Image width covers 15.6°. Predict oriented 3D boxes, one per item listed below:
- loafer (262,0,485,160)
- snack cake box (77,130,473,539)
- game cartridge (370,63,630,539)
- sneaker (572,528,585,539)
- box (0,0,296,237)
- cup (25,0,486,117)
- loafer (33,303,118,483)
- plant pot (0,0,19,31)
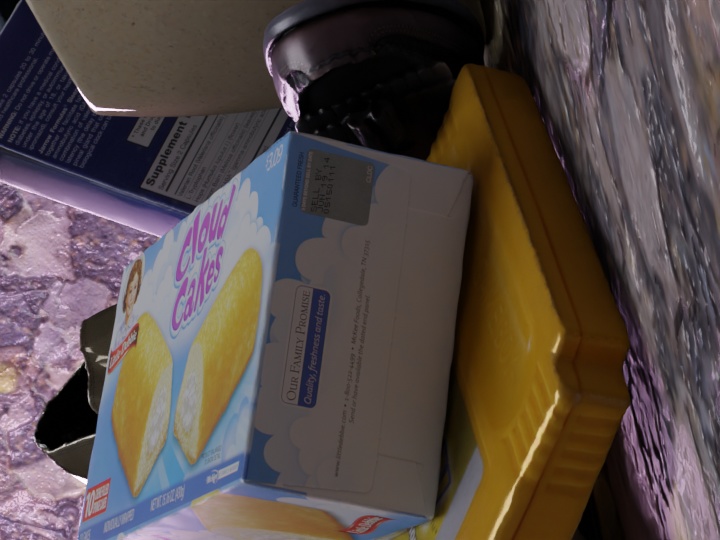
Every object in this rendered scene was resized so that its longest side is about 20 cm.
[{"bbox_3d":[0.019,-0.047,0.933,0.200,0.071,0.063,40,-146,-73],"label":"loafer"},{"bbox_3d":[-0.034,0.037,0.899,0.200,0.067,0.116,148,132,-66],"label":"snack cake box"},{"bbox_3d":[0.025,0.060,0.855,0.177,0.032,0.201,-106,30,-56],"label":"game cartridge"},{"bbox_3d":[0.040,0.124,0.966,0.200,0.099,0.078,-132,19,-87],"label":"sneaker"},{"bbox_3d":[-0.071,-0.072,1.077,0.032,0.199,0.122,82,-148,-59],"label":"box"},{"bbox_3d":[-0.062,-0.137,0.980,0.201,0.143,0.200,60,177,5],"label":"cup"},{"bbox_3d":[-0.100,0.048,1.268,0.200,0.069,0.076,-52,33,41],"label":"loafer"},{"bbox_3d":[-0.056,-0.112,1.234,0.196,0.199,0.201,65,-170,-59],"label":"plant pot"}]
